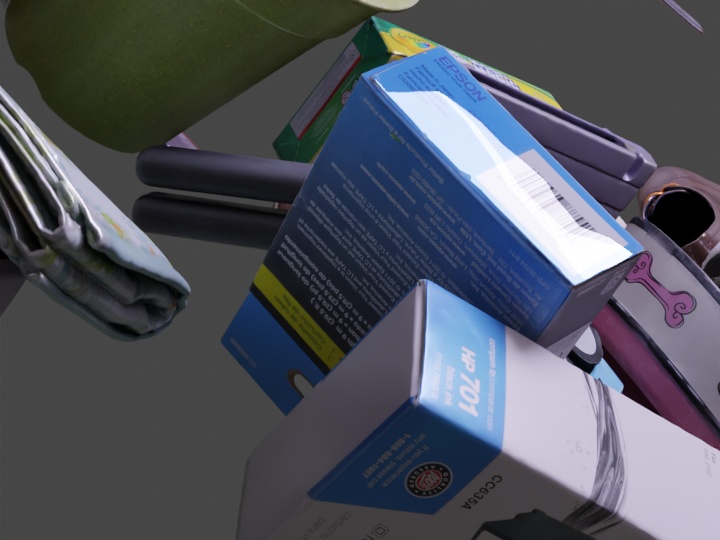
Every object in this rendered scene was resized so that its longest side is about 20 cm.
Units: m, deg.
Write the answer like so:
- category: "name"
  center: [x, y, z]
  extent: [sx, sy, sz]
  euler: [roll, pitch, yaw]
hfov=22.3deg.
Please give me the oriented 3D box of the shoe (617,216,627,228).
- category: "shoe"
  center: [0.157, -0.026, 1.311]
  extent: [0.200, 0.070, 0.053]
  euler: [43, 3, 2]

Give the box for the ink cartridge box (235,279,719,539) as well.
- category: "ink cartridge box"
  center: [0.064, 0.116, 0.840]
  extent: [0.200, 0.146, 0.086]
  euler: [31, 36, -18]

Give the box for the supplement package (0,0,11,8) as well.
- category: "supplement package"
  center: [-0.159, -0.266, 1.191]
  extent: [0.191, 0.147, 0.200]
  euler: [10, 37, -46]

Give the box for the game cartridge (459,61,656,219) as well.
- category: "game cartridge"
  center: [0.086, -0.057, 1.199]
  extent: [0.200, 0.130, 0.038]
  euler: [20, 31, -37]

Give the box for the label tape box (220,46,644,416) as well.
- category: "label tape box"
  center: [0.028, 0.012, 0.901]
  extent: [0.063, 0.200, 0.144]
  euler: [-27, 67, -43]

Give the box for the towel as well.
- category: "towel"
  center: [-0.161, -0.050, 0.851]
  extent: [0.171, 0.048, 0.200]
  euler: [49, -3, 12]

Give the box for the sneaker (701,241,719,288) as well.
- category: "sneaker"
  center: [0.299, 0.042, 1.164]
  extent: [0.200, 0.075, 0.081]
  euler: [54, 46, -16]

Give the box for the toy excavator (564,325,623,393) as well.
- category: "toy excavator"
  center: [0.129, 0.118, 1.030]
  extent: [0.200, 0.100, 0.194]
  euler: [55, 24, 0]

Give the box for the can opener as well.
- category: "can opener"
  center: [-0.022, -0.036, 1.003]
  extent: [0.199, 0.054, 0.067]
  euler: [8, 14, 9]

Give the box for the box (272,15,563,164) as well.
- category: "box"
  center: [0.054, -0.086, 1.220]
  extent: [0.200, 0.117, 0.048]
  euler: [19, 32, -39]

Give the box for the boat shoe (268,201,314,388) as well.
- category: "boat shoe"
  center: [0.000, 0.000, 1.049]
  extent: [0.076, 0.072, 0.200]
  euler: [23, 29, -32]

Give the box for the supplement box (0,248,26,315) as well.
- category: "supplement box"
  center: [-0.249, -0.044, 0.788]
  extent: [0.200, 0.061, 0.109]
  euler: [48, 24, 17]

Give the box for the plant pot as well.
- category: "plant pot"
  center: [-0.099, -0.168, 1.038]
  extent: [0.200, 0.190, 0.200]
  euler: [37, 29, -25]

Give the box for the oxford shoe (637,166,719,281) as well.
- category: "oxford shoe"
  center: [0.227, -0.039, 1.261]
  extent: [0.073, 0.071, 0.200]
  euler: [49, 8, -23]

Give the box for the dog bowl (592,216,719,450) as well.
- category: "dog bowl"
  center: [0.208, 0.066, 1.153]
  extent: [0.200, 0.074, 0.200]
  euler: [52, 0, 0]
